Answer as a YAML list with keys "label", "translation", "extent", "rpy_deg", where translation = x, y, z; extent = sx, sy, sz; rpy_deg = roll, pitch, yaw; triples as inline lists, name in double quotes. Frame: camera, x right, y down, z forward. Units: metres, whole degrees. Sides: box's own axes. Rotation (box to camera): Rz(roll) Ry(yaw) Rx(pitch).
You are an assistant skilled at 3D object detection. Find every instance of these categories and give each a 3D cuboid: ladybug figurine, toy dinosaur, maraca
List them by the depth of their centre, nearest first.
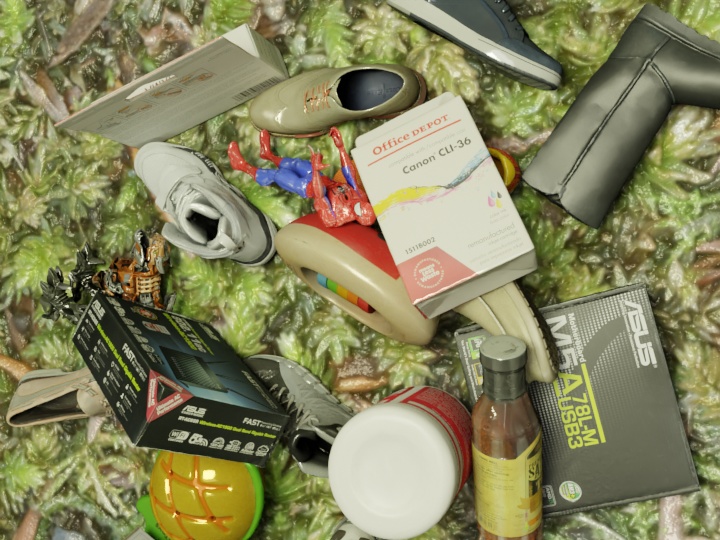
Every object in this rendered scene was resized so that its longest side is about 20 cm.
- label: "ladybug figurine"
  translation: [0.000, 0.000, 0.831]
  extent: [0.199, 0.136, 0.072]
  rpy_deg: [31, 75, 17]
- label: "maraca"
  translation: [-0.175, 0.250, 0.890]
  extent: [0.137, 0.107, 0.201]
  rpy_deg: [44, 119, 13]
- label: "toy dinosaur"
  translation: [-0.282, 0.041, 0.929]
  extent: [0.135, 0.102, 0.201]
  rpy_deg: [26, 92, 0]

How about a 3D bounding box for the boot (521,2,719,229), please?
- label: "boot"
  translation: [0.271, -0.125, 0.780]
  extent: [0.165, 0.066, 0.201]
  rpy_deg: [39, 97, 22]

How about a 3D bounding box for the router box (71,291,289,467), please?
- label: "router box"
  translation: [-0.183, 0.107, 0.823]
  extent: [0.200, 0.149, 0.062]
  rpy_deg: [38, 101, 46]

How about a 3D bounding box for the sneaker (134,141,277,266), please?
- label: "sneaker"
  translation: [-0.184, -0.079, 0.886]
  extent: [0.199, 0.115, 0.075]
  rpy_deg: [38, 99, 13]

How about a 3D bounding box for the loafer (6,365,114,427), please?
- label: "loafer"
  translation: [-0.315, 0.147, 0.939]
  extent: [0.198, 0.063, 0.072]
  rpy_deg: [-10, 127, 20]

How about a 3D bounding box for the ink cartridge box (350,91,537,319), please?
- label: "ink cartridge box"
  translation: [0.068, -0.073, 0.750]
  extent: [0.116, 0.067, 0.201]
  rpy_deg: [-25, 69, 8]

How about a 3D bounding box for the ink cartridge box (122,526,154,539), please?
- label: "ink cartridge box"
  translation: [-0.212, 0.413, 0.894]
  extent: [0.199, 0.084, 0.177]
  rpy_deg: [34, 124, 14]

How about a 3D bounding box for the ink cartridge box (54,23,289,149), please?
- label: "ink cartridge box"
  translation: [-0.195, -0.195, 0.859]
  extent: [0.198, 0.176, 0.045]
  rpy_deg: [-23, 83, 14]

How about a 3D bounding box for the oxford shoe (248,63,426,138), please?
- label: "oxford shoe"
  translation: [-0.034, -0.186, 0.865]
  extent: [0.198, 0.074, 0.072]
  rpy_deg: [-10, 89, 17]

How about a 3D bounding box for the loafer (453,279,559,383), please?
- label: "loafer"
  translation: [0.121, 0.027, 0.784]
  extent: [0.068, 0.076, 0.201]
  rpy_deg: [-33, 61, 13]

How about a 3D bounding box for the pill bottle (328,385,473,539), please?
- label: "pill bottle"
  translation: [0.050, 0.169, 0.772]
  extent: [0.111, 0.200, 0.114]
  rpy_deg: [0, 90, 17]

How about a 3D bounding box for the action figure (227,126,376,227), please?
- label: "action figure"
  translation: [-0.055, -0.110, 0.809]
  extent: [0.199, 0.065, 0.100]
  rpy_deg: [34, 140, 36]

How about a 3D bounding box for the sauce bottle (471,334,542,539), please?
- label: "sauce bottle"
  translation: [0.131, 0.155, 0.735]
  extent: [0.065, 0.066, 0.202]
  rpy_deg: [2, 119, 16]

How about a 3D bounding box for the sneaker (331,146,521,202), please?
- label: "sneaker"
  translation: [0.061, -0.100, 0.836]
  extent: [0.198, 0.077, 0.074]
  rpy_deg: [-6, 87, 17]

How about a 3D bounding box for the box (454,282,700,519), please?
- label: "box"
  translation: [0.209, 0.131, 0.806]
  extent: [0.191, 0.047, 0.202]
  rpy_deg: [-15, 85, 19]

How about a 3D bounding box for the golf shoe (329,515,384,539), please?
- label: "golf shoe"
  translation: [-0.028, 0.359, 0.850]
  extent: [0.077, 0.094, 0.202]
  rpy_deg: [8, 93, 15]

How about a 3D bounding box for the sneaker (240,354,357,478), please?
- label: "sneaker"
  translation: [-0.067, 0.151, 0.850]
  extent: [0.199, 0.115, 0.076]
  rpy_deg: [27, 97, 14]

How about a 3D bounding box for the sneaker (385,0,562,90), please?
- label: "sneaker"
  translation: [0.141, -0.282, 0.814]
  extent: [0.202, 0.077, 0.147]
  rpy_deg: [36, 102, 15]
